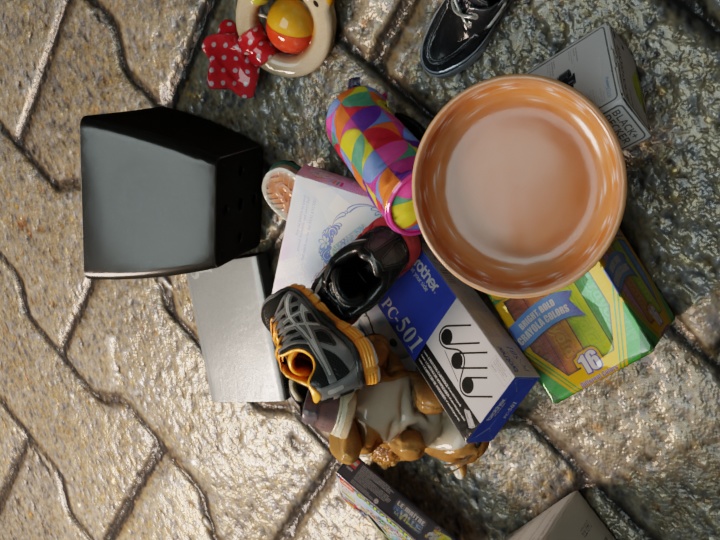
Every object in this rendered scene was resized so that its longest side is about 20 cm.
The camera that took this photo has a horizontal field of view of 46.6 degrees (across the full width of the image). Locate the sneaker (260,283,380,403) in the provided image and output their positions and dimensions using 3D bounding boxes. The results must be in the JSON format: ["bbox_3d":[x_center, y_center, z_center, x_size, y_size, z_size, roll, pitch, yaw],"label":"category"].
[{"bbox_3d":[-0.062,0.076,0.887,0.199,0.076,0.080,26,137,52],"label":"sneaker"}]

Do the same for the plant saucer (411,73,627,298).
[{"bbox_3d":[0.146,-0.078,0.778,0.195,0.037,0.206,4,104,15],"label":"plant saucer"}]

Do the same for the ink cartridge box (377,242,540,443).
[{"bbox_3d":[0.097,0.072,0.885,0.095,0.043,0.201,-58,45,28],"label":"ink cartridge box"}]

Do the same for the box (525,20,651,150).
[{"bbox_3d":[0.185,-0.145,0.847,0.198,0.060,0.119,-30,41,33],"label":"box"}]

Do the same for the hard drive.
[{"bbox_3d":[-0.171,0.082,1.178,0.137,0.033,0.206,-6,98,33],"label":"hard drive"}]

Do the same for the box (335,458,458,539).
[{"bbox_3d":[0.055,0.321,1.057,0.198,0.035,0.111,36,156,21],"label":"box"}]

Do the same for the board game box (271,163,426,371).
[{"bbox_3d":[0.000,0.000,0.995,0.194,0.044,0.204,17,117,3],"label":"board game box"}]

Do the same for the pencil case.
[{"bbox_3d":[0.028,-0.125,0.896,0.089,0.087,0.202,-60,38,28],"label":"pencil case"}]

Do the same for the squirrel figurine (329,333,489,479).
[{"bbox_3d":[0.057,0.174,0.998,0.200,0.182,0.145,153,132,-71],"label":"squirrel figurine"}]

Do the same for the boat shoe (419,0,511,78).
[{"bbox_3d":[0.125,-0.286,0.882,0.200,0.067,0.072,-43,78,32],"label":"boat shoe"}]

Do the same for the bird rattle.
[{"bbox_3d":[-0.109,-0.298,1.013,0.160,0.113,0.204,21,116,8],"label":"bird rattle"}]

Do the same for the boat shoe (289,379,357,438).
[{"bbox_3d":[-0.049,0.128,0.947,0.063,0.200,0.074,17,101,-14],"label":"boat shoe"}]

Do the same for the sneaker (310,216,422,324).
[{"bbox_3d":[-0.017,0.020,0.915,0.071,0.098,0.200,47,129,2],"label":"sneaker"}]

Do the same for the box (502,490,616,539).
[{"bbox_3d":[0.225,0.387,0.902,0.200,0.199,0.131,51,121,10],"label":"box"}]

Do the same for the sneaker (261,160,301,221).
[{"bbox_3d":[-0.039,-0.059,1.046,0.071,0.080,0.201,-34,103,22],"label":"sneaker"}]

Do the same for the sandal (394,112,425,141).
[{"bbox_3d":[0.053,-0.083,0.990,0.074,0.045,0.206,1,102,32],"label":"sandal"}]

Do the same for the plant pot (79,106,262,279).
[{"bbox_3d":[-0.231,-0.096,1.090,0.173,0.200,0.205,9,106,16],"label":"plant pot"}]

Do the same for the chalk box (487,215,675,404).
[{"bbox_3d":[0.211,0.007,0.865,0.124,0.123,0.203,-36,82,32],"label":"chalk box"}]
